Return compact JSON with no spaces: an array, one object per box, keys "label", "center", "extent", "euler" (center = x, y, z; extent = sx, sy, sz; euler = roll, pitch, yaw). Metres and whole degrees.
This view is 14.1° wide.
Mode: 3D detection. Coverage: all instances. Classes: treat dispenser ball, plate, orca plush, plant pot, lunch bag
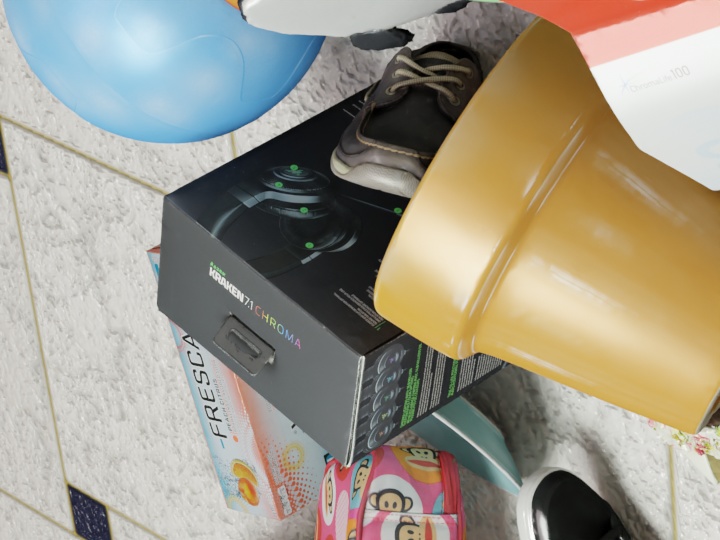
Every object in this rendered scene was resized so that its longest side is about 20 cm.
[{"label":"treat dispenser ball","center":[-0.112,-0.176,1.716],"extent":[0.200,0.200,0.202],"euler":[32,137,35]},{"label":"plate","center":[0.029,0.075,1.810],"extent":[0.200,0.026,0.200],"euler":[35,174,5]},{"label":"orca plush","center":[0.028,-0.189,1.609],"extent":[0.199,0.071,0.105],"euler":[-21,141,24]},{"label":"plant pot","center":[0.136,-0.014,1.544],"extent":[0.183,0.200,0.201],"euler":[32,140,10]},{"label":"lunch bag","center":[0.010,0.217,1.874],"extent":[0.176,0.081,0.201],"euler":[148,125,-72]}]

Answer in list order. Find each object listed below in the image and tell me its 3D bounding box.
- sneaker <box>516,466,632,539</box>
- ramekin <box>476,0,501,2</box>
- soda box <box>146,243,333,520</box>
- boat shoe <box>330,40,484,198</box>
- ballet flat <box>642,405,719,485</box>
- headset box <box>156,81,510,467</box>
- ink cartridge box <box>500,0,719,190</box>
[{"label":"sneaker","center":[0.179,0.202,1.745],"extent":[0.112,0.073,0.201],"euler":[-6,118,50]},{"label":"ramekin","center":[0.091,-0.217,1.433],"extent":[0.199,0.200,0.098],"euler":[20,138,44]},{"label":"soda box","center":[-0.076,0.064,1.967],"extent":[0.063,0.068,0.201],"euler":[9,121,50]},{"label":"boat shoe","center":[0.029,-0.090,1.627],"extent":[0.074,0.200,0.074],"euler":[13,105,3]},{"label":"ballet flat","center":[0.214,0.094,1.594],"extent":[0.200,0.075,0.064],"euler":[20,126,55]},{"label":"headset box","center":[0.000,0.000,1.703],"extent":[0.174,0.200,0.093],"euler":[37,140,29]},{"label":"ink cartridge box","center":[0.183,-0.102,1.367],"extent":[0.159,0.200,0.048],"euler":[-15,67,35]}]
